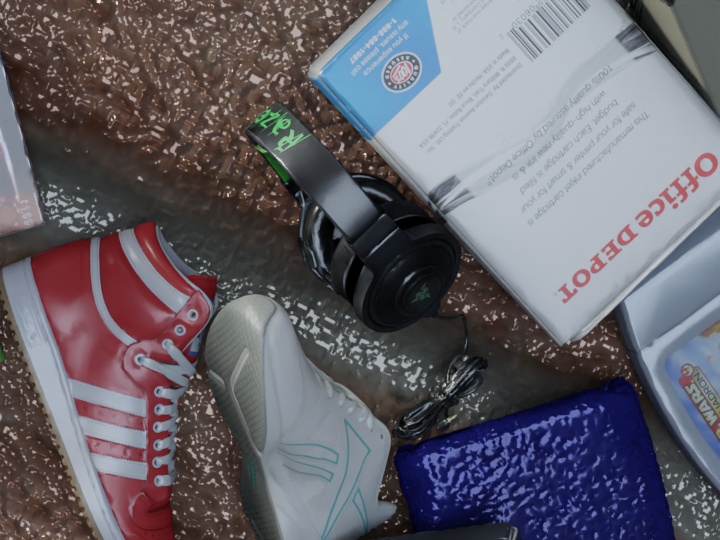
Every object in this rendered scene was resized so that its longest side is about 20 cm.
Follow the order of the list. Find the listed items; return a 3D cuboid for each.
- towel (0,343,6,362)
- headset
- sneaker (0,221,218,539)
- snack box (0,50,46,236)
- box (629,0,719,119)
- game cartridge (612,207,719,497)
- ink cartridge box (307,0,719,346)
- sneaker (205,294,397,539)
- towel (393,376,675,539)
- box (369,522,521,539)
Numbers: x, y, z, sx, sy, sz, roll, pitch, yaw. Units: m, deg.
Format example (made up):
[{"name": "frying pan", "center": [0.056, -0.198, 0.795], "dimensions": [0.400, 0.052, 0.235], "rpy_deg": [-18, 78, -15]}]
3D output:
[{"name": "towel", "center": [-0.304, 0.009, 1.247], "dimensions": [0.199, 0.031, 0.150], "rpy_deg": [-17, 98, 4]}, {"name": "headset", "center": [0.000, 0.000, 1.252], "dimensions": [0.094, 0.123, 0.200], "rpy_deg": [-43, 116, -2]}, {"name": "sneaker", "center": [-0.110, 0.073, 1.269], "dimensions": [0.112, 0.071, 0.201], "rpy_deg": [-22, 96, 0]}, {"name": "snack box", "center": [-0.229, -0.113, 1.259], "dimensions": [0.071, 0.024, 0.202], "rpy_deg": [-15, 98, -3]}, {"name": "box", "center": [0.170, -0.169, 1.215], "dimensions": [0.068, 0.082, 0.200], "rpy_deg": [-35, 139, -1]}, {"name": "game cartridge", "center": [0.232, 0.058, 1.324], "dimensions": [0.133, 0.042, 0.201], "rpy_deg": [-36, 99, -6]}, {"name": "ink cartridge box", "center": [0.090, -0.083, 1.267], "dimensions": [0.146, 0.086, 0.200], "rpy_deg": [-43, 100, 0]}, {"name": "sneaker", "center": [-0.030, 0.080, 1.253], "dimensions": [0.080, 0.071, 0.201], "rpy_deg": [-26, 136, -15]}, {"name": "towel", "center": [0.107, 0.172, 1.312], "dimensions": [0.147, 0.050, 0.202], "rpy_deg": [-16, 99, -8]}, {"name": "box", "center": [0.033, 0.265, 1.193], "dimensions": [0.123, 0.197, 0.201], "rpy_deg": [-8, 108, 15]}]
